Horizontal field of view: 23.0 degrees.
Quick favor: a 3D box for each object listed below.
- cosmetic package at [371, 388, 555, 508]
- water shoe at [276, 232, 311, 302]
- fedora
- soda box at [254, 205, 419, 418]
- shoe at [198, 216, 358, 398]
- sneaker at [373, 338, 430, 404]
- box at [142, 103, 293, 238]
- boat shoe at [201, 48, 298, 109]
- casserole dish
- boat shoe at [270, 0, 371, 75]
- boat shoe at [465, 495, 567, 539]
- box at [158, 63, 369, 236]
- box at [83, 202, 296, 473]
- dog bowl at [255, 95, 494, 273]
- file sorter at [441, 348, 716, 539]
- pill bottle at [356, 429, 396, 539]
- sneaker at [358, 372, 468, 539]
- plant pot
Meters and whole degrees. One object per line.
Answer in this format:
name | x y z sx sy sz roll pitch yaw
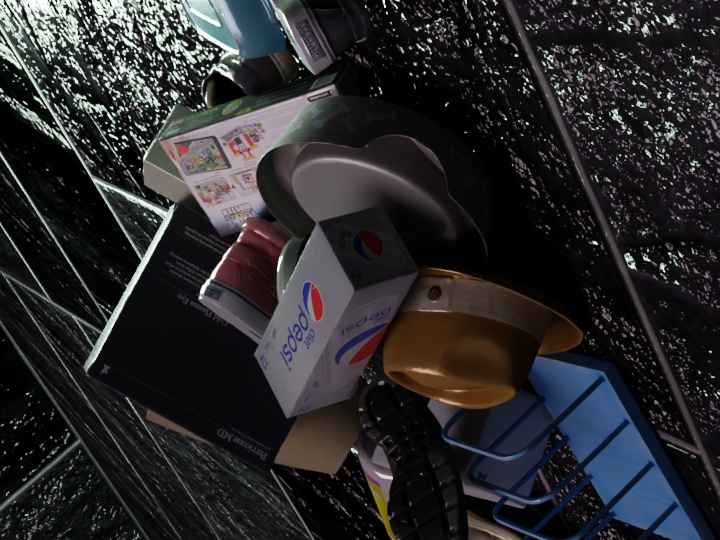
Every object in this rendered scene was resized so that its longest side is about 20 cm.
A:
cosmetic package | 0.095 0.154 1.661 0.071 0.102 0.200 24 171 -22
water shoe | 0.000 0.000 1.539 0.078 0.199 0.072 2 95 29
fedora | 0.081 0.062 1.454 0.199 0.083 0.201 12 161 4
soda box | -0.022 0.037 1.426 0.069 0.063 0.201 60 148 24
shoe | -0.053 0.034 1.585 0.071 0.092 0.200 17 163 49
sneaker | 0.049 0.055 1.663 0.200 0.059 0.105 -109 30 -60
box | -0.104 -0.072 1.664 0.199 0.069 0.082 30 164 1
boat shoe | -0.113 -0.164 1.615 0.072 0.065 0.200 53 160 -5
casserole dish | -0.123 -0.236 1.490 0.122 0.039 0.200 62 168 -26
boat shoe | -0.029 -0.202 1.354 0.072 0.067 0.200 62 180 -17
boat shoe | 0.125 0.267 1.785 0.198 0.065 0.072 25 -158 -4
box | -0.069 -0.101 1.530 0.199 0.035 0.111 -13 121 35
box | -0.135 0.063 1.686 0.199 0.183 0.104 30 174 -9
dog bowl | 0.018 -0.064 1.419 0.198 0.059 0.201 19 155 10
file sorter | 0.181 0.184 1.517 0.201 0.123 0.138 57 160 -21
pill bottle | 0.066 0.235 1.897 0.104 0.104 0.201 34 155 38
sneaker | 0.061 0.177 1.537 0.079 0.075 0.201 40 -155 -45
plant pot | -0.089 0.121 1.828 0.199 0.188 0.187 30 160 0
